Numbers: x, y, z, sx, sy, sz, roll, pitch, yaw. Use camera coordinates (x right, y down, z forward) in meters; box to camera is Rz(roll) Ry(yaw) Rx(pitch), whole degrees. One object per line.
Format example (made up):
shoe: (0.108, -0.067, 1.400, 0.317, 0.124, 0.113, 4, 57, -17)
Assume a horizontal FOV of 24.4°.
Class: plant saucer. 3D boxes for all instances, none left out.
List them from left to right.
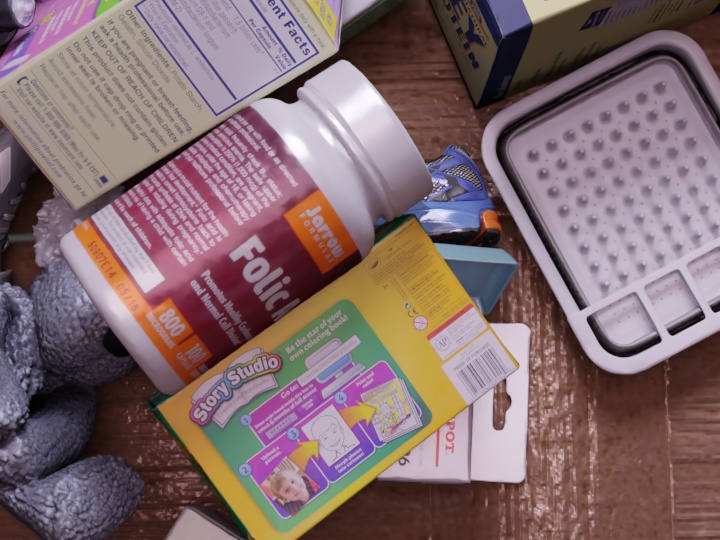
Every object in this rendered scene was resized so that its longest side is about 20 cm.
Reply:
plant saucer: (0.000, 0.000, 1.105, 0.200, 0.070, 0.019, 5, 58, -14)

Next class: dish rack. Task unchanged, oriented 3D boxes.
dish rack: (0.192, -0.046, 1.139, 0.172, 0.044, 0.200, -28, 86, -3)

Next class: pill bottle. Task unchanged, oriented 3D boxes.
pill bottle: (-0.064, -0.028, 0.978, 0.200, 0.114, 0.114, -36, 83, -5)

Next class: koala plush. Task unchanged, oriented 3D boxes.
koala plush: (-0.194, 0.046, 1.079, 0.200, 0.184, 0.177, -47, 116, -17)

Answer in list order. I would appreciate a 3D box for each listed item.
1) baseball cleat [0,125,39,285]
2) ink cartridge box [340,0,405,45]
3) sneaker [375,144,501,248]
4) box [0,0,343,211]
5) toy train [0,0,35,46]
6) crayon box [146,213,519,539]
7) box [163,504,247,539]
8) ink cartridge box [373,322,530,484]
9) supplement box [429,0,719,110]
baseball cleat: (-0.252, -0.038, 1.140, 0.200, 0.070, 0.106, -38, 97, 0)
ink cartridge box: (-0.075, -0.205, 1.166, 0.200, 0.048, 0.146, -33, 82, 18)
sneaker: (-0.007, -0.042, 1.137, 0.200, 0.075, 0.079, -3, 67, -4)
box: (-0.117, -0.157, 1.054, 0.200, 0.176, 0.097, -29, 114, 16)
toy train: (-0.296, -0.192, 1.045, 0.200, 0.085, 0.114, 3, 106, 21)
crayon box: (-0.017, 0.070, 1.034, 0.200, 0.058, 0.119, -36, 98, -8)
box: (-0.135, 0.253, 1.083, 0.068, 0.082, 0.200, 32, 85, 5)
ink cartridge box: (0.016, 0.083, 1.112, 0.200, 0.068, 0.116, 2, 83, 0)
supplement box: (0.147, -0.221, 1.087, 0.200, 0.200, 0.134, -22, 83, -3)
